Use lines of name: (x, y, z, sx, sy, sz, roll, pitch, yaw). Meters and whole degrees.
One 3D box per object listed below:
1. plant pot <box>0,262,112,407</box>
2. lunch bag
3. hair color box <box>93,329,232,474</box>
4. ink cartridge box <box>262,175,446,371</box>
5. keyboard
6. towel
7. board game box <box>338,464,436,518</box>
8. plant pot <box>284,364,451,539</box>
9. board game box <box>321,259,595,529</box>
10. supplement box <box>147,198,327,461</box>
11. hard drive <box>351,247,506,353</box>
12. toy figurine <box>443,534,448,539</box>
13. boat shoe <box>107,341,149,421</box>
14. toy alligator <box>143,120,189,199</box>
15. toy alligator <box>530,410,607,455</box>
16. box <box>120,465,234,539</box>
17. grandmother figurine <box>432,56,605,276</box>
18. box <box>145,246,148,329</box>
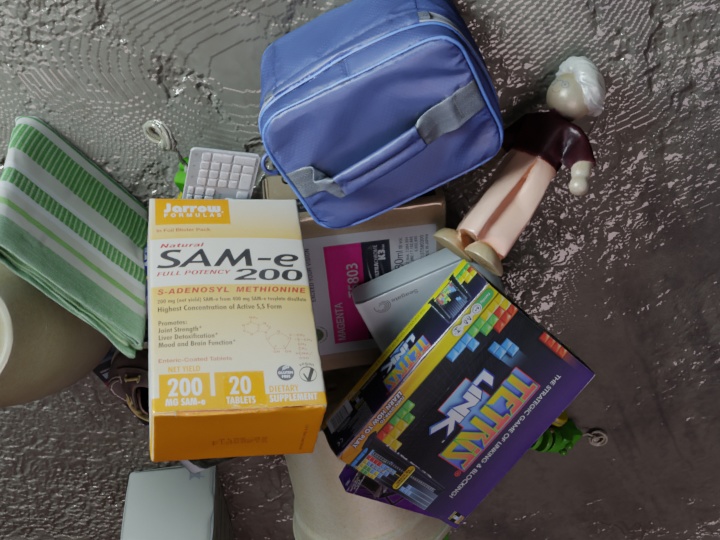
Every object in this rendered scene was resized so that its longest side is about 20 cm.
plant pot: (-0.295, 0.034, 0.712, 0.185, 0.200, 0.190, -1, 97, -6)
lunch bag: (0.007, -0.129, 0.730, 0.199, 0.133, 0.136, -26, 129, 14)
hair color box: (-0.189, 0.127, 0.967, 0.098, 0.061, 0.201, -22, 130, 11)
ink cartridge box: (0.000, 0.000, 0.876, 0.163, 0.075, 0.201, -9, 131, -2)
keyboard: (-0.132, -0.026, 0.780, 0.056, 0.011, 0.201, 8, 135, -14)
towel: (-0.231, -0.035, 0.732, 0.023, 0.201, 0.153, -35, 126, 14)
board game box: (0.077, 0.143, 0.872, 0.119, 0.032, 0.201, 21, 106, -32)
plant pot: (-0.007, 0.191, 0.979, 0.198, 0.201, 0.185, -16, 119, 6)
board game box: (0.090, 0.117, 0.816, 0.165, 0.057, 0.200, 36, 98, -29)
supplement box: (-0.102, 0.040, 0.703, 0.125, 0.201, 0.074, -1, 141, -14)
hard drive: (0.089, 0.067, 0.880, 0.131, 0.027, 0.201, -23, 129, 7)
toy figurine: (0.015, 0.404, 1.201, 0.182, 0.150, 0.202, 7, 108, -1)
boat shoe: (-0.182, 0.103, 0.818, 0.072, 0.060, 0.199, 35, 148, -29)
toy alligator: (-0.131, -0.069, 0.810, 0.059, 0.054, 0.201, 12, 142, 30)
toy alligator: (0.230, 0.198, 1.088, 0.198, 0.055, 0.059, 21, 125, -23)
box: (-0.217, 0.352, 1.108, 0.108, 0.129, 0.201, -6, 130, -1)
grandmother figurine: (0.149, -0.095, 0.775, 0.201, 0.121, 0.061, -58, 144, -5)
box: (-0.256, 0.013, 0.859, 0.198, 0.065, 0.071, -2, 131, -7)
